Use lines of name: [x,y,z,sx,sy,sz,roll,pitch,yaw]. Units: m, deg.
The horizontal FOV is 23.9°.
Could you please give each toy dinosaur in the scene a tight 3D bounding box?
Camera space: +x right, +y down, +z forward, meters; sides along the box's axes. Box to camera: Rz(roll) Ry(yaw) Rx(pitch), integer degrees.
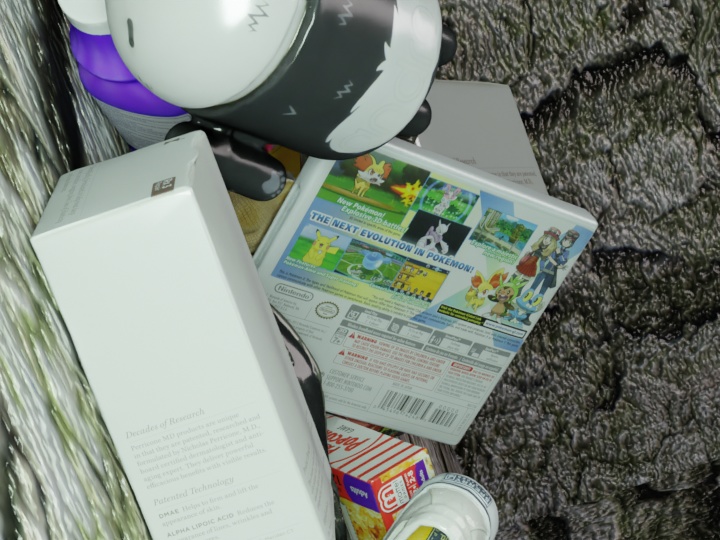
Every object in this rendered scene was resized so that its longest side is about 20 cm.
toy dinosaur: [-0.075,-0.025,1.024,0.200,0.101,0.058,64,8,-60]

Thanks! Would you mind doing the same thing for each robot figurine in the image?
robot figurine: [-0.040,-0.128,0.883,0.200,0.125,0.150,16,56,-48]

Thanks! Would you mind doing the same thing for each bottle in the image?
bottle: [-0.119,-0.117,0.980,0.200,0.084,0.065,61,46,-67]

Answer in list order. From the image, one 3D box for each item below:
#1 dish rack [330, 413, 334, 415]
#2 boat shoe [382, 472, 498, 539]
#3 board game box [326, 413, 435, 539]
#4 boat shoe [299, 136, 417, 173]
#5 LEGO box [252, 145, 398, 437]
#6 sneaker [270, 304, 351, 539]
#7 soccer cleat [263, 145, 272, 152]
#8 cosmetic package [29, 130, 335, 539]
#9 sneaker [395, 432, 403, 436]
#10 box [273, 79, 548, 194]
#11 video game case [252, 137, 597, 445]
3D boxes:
dish rack: [-0.027,0.152,1.260,0.200,0.055,0.153,61,10,-60]
boat shoe: [0.014,0.212,0.949,0.075,0.202,0.086,31,23,10]
board game box: [0.012,0.193,1.085,0.151,0.046,0.200,12,-55,57]
boat shoe: [0.002,-0.107,1.108,0.074,0.076,0.200,112,-3,-46]
LEGO box: [0.000,0.000,1.176,0.200,0.149,0.077,52,-1,15]
sneaker: [-0.050,0.105,0.958,0.114,0.076,0.200,-177,-106,-87]
soccer cleat: [-0.103,-0.086,1.286,0.086,0.070,0.200,55,-2,16]
cosmetic package: [-0.080,0.045,0.814,0.113,0.081,0.200,-96,166,-74]
sneaker: [-0.043,0.067,1.355,0.200,0.090,0.066,46,57,-35]
box: [0.035,-0.057,1.527,0.200,0.199,0.171,-7,75,-54]
video game case: [0.024,0.013,1.051,0.200,0.182,0.022,18,23,-31]
